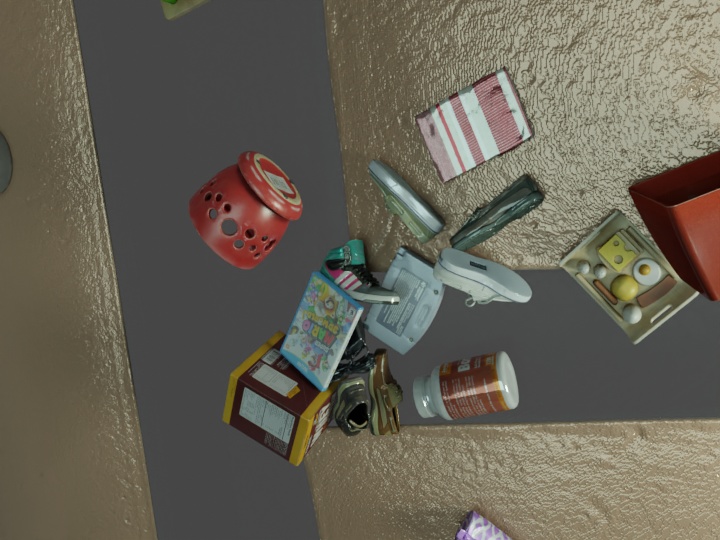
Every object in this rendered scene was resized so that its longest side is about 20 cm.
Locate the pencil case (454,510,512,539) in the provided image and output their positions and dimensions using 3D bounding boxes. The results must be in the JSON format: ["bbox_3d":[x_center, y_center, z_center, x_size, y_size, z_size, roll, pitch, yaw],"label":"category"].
[{"bbox_3d":[0.294,0.605,1.245,0.198,0.085,0.085,34,109,13],"label":"pencil case"}]

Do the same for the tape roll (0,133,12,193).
[{"bbox_3d":[-1.055,-0.304,1.608,0.195,0.066,0.207,5,102,21],"label":"tape roll"}]

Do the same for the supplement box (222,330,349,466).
[{"bbox_3d":[-0.160,0.273,1.287,0.196,0.197,0.135,26,121,15],"label":"supplement box"}]

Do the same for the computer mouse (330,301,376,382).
[{"bbox_3d":[-0.038,0.137,1.273,0.135,0.053,0.205,-19,67,17],"label":"computer mouse"}]

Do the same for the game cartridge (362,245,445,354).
[{"bbox_3d":[0.097,0.068,1.239,0.131,0.041,0.204,30,110,9],"label":"game cartridge"}]

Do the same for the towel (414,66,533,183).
[{"bbox_3d":[0.216,-0.276,1.127,0.196,0.023,0.147,-24,89,23],"label":"towel"}]

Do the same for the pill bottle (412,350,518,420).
[{"bbox_3d":[0.211,0.238,1.186,0.196,0.112,0.115,-17,95,23],"label":"pill bottle"}]

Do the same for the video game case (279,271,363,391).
[{"bbox_3d":[-0.085,0.126,1.222,0.142,0.018,0.204,35,110,29],"label":"video game case"}]

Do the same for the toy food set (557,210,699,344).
[{"bbox_3d":[0.479,0.012,1.059,0.200,0.060,0.144,47,114,6],"label":"toy food set"}]

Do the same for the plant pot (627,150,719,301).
[{"bbox_3d":[0.572,-0.072,0.925,0.195,0.200,0.180,-21,102,13],"label":"plant pot"}]

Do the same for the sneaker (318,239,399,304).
[{"bbox_3d":[0.000,0.000,1.225,0.195,0.083,0.124,12,91,26],"label":"sneaker"}]

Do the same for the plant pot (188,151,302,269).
[{"bbox_3d":[-0.236,-0.138,1.246,0.182,0.200,0.202,-42,85,16],"label":"plant pot"}]

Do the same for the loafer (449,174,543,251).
[{"bbox_3d":[0.253,-0.108,1.130,0.197,0.071,0.064,-32,70,20],"label":"loafer"}]

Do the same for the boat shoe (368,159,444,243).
[{"bbox_3d":[0.082,-0.138,1.182,0.200,0.072,0.062,45,111,4],"label":"boat shoe"}]

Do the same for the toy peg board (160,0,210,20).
[{"bbox_3d":[-0.390,-0.678,1.244,0.194,0.098,0.206,-13,96,24],"label":"toy peg board"}]

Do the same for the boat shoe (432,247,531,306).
[{"bbox_3d":[0.231,0.032,1.145,0.197,0.076,0.087,19,130,-10],"label":"boat shoe"}]

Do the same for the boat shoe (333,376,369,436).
[{"bbox_3d":[-0.018,0.314,1.272,0.072,0.074,0.203,-13,138,-11],"label":"boat shoe"}]

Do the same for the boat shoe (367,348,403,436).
[{"bbox_3d":[0.059,0.268,1.281,0.072,0.076,0.206,3,110,15],"label":"boat shoe"}]
